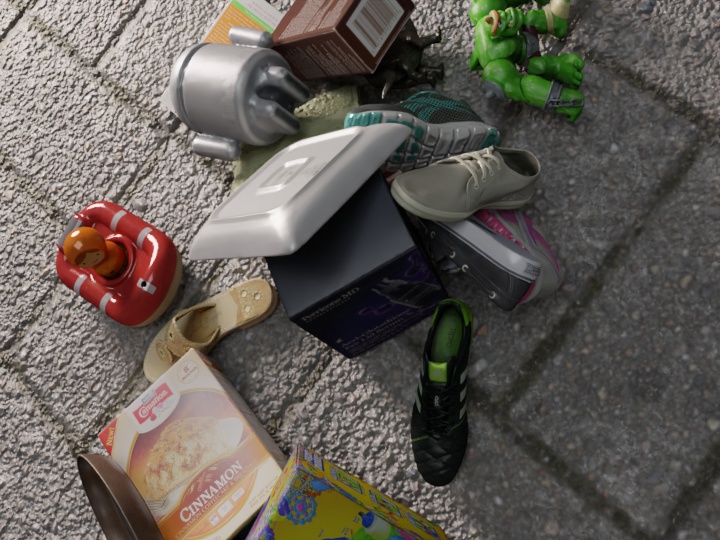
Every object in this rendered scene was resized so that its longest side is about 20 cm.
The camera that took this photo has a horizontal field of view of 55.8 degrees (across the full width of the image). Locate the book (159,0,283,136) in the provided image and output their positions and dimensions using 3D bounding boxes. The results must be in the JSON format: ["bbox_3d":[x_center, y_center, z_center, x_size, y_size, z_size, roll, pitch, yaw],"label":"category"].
[{"bbox_3d":[-0.173,-0.276,0.949,0.133,0.048,0.201,39,91,19],"label":"book"}]

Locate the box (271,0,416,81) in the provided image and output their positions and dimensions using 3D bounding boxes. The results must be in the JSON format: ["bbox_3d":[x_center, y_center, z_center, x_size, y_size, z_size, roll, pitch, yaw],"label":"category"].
[{"bbox_3d":[-0.032,-0.294,0.829,0.101,0.075,0.199,-56,33,-9],"label":"box"}]

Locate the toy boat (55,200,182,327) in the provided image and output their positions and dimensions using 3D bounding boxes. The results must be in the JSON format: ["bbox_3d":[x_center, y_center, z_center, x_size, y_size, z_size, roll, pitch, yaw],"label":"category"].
[{"bbox_3d":[-0.331,-0.016,0.885,0.197,0.131,0.133,28,86,22],"label":"toy boat"}]

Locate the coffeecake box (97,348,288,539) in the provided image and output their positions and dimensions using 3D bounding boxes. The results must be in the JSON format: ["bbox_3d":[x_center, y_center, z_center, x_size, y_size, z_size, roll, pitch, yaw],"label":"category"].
[{"bbox_3d":[-0.188,0.223,0.801,0.153,0.073,0.200,-42,68,-5],"label":"coffeecake box"}]

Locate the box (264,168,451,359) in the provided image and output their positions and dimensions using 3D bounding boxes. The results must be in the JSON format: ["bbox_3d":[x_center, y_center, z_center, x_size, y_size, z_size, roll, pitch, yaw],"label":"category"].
[{"bbox_3d":[0.000,0.000,0.738,0.146,0.200,0.106,-29,66,8],"label":"box"}]

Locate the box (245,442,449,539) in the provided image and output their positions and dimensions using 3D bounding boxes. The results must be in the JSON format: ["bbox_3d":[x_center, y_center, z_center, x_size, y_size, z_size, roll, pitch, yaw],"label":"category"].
[{"bbox_3d":[-0.032,0.319,0.677,0.190,0.122,0.203,31,86,-3],"label":"box"}]

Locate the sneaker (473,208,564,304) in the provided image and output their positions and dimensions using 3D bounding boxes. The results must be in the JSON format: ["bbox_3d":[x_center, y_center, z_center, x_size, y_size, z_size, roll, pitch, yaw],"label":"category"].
[{"bbox_3d":[0.157,-0.034,0.769,0.082,0.087,0.202,-52,44,30],"label":"sneaker"}]

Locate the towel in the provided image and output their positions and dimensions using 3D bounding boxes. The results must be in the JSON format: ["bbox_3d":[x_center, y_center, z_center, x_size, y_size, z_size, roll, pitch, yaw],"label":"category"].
[{"bbox_3d":[-0.081,-0.157,0.865,0.196,0.037,0.150,-24,43,13],"label":"towel"}]

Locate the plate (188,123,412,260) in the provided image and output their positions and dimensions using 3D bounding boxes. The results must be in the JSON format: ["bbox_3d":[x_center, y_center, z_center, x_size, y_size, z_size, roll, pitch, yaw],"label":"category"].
[{"bbox_3d":[-0.070,-0.086,0.687,0.197,0.033,0.200,-1,39,49],"label":"plate"}]

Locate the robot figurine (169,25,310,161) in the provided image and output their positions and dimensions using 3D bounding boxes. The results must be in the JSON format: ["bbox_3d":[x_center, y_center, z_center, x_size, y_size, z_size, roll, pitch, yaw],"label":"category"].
[{"bbox_3d":[-0.159,-0.222,0.850,0.196,0.112,0.174,15,83,31],"label":"robot figurine"}]

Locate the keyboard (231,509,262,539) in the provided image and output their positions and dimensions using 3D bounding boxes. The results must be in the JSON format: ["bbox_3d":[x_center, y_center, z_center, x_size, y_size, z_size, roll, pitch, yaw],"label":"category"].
[{"bbox_3d":[-0.103,0.331,0.744,0.200,0.040,0.104,-45,111,0],"label":"keyboard"}]

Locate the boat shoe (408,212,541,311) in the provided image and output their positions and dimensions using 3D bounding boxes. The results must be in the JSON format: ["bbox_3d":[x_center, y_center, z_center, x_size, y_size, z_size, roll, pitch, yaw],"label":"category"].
[{"bbox_3d":[0.104,-0.024,0.715,0.199,0.069,0.067,40,110,43],"label":"boat shoe"}]

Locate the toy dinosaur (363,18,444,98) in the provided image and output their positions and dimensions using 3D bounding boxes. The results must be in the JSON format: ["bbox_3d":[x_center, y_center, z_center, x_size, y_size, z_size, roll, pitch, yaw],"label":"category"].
[{"bbox_3d":[0.045,-0.255,0.843,0.100,0.078,0.203,7,54,21],"label":"toy dinosaur"}]

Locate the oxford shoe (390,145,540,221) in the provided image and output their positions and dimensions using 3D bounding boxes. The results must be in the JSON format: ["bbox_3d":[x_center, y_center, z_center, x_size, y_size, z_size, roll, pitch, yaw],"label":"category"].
[{"bbox_3d":[0.111,-0.094,0.688,0.076,0.196,0.058,54,137,30],"label":"oxford shoe"}]

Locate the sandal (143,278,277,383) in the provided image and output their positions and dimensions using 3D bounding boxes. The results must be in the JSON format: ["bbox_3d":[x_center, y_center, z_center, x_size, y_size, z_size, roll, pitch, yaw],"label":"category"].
[{"bbox_3d":[-0.207,0.067,0.857,0.209,0.070,0.079,-30,67,8],"label":"sandal"}]

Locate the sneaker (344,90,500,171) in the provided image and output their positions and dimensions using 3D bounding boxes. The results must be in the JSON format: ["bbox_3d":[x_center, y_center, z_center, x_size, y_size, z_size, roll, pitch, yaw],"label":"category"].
[{"bbox_3d":[0.065,-0.170,0.797,0.078,0.195,0.093,-61,38,41],"label":"sneaker"}]

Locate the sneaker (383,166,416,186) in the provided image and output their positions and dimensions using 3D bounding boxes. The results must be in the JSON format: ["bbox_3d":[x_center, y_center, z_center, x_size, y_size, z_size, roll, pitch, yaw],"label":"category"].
[{"bbox_3d":[-0.024,-0.093,0.839,0.198,0.079,0.116,-37,62,-5],"label":"sneaker"}]

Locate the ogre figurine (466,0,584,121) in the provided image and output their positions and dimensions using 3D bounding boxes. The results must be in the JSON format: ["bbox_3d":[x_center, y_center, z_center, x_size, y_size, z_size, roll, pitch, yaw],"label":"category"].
[{"bbox_3d":[0.193,-0.269,0.809,0.116,0.098,0.206,-6,89,-3],"label":"ogre figurine"}]

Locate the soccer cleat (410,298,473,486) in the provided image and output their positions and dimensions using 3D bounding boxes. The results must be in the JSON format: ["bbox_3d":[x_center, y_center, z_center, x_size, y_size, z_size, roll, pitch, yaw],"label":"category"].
[{"bbox_3d":[0.086,0.130,0.742,0.066,0.081,0.206,4,79,18],"label":"soccer cleat"}]

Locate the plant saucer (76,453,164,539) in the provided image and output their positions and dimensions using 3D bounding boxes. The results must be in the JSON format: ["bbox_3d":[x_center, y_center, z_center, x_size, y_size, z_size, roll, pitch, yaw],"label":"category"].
[{"bbox_3d":[-0.265,0.294,0.778,0.032,0.202,0.201,-27,63,-33],"label":"plant saucer"}]
